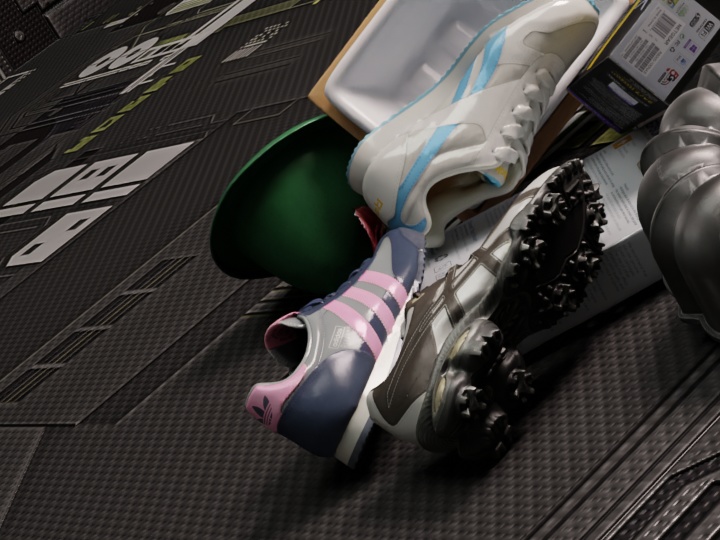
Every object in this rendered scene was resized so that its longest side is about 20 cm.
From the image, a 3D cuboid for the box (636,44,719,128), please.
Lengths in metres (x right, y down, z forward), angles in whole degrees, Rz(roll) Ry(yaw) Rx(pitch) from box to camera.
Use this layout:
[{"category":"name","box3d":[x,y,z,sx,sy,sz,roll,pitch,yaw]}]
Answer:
[{"category":"box","box3d":[0.258,-0.182,1.630,0.116,0.060,0.200,-22,19,28]}]

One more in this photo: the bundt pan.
[{"category":"bundt pan","box3d":[0.230,-0.060,1.200,0.201,0.076,0.202,-30,34,22]}]

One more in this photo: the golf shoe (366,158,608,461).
[{"category":"golf shoe","box3d":[0.068,0.014,1.283,0.094,0.078,0.200,3,50,42]}]

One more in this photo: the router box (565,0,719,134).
[{"category":"router box","box3d":[0.221,-0.187,1.444,0.200,0.052,0.157,-52,2,-4]}]

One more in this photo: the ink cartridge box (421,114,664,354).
[{"category":"ink cartridge box","box3d":[0.127,-0.015,1.413,0.199,0.043,0.196,-27,16,6]}]

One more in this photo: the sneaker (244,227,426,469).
[{"category":"sneaker","box3d":[-0.012,0.032,1.378,0.200,0.082,0.070,-71,1,-52]}]

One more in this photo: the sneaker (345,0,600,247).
[{"category":"sneaker","box3d":[0.088,-0.099,1.483,0.200,0.081,0.077,-44,-28,3]}]

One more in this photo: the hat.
[{"category":"hat","box3d":[0.000,0.000,1.616,0.199,0.176,0.166,2,-50,-51]}]

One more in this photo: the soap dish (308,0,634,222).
[{"category":"soap dish","box3d":[0.085,-0.150,1.578,0.200,0.157,0.081,-52,-9,3]}]
